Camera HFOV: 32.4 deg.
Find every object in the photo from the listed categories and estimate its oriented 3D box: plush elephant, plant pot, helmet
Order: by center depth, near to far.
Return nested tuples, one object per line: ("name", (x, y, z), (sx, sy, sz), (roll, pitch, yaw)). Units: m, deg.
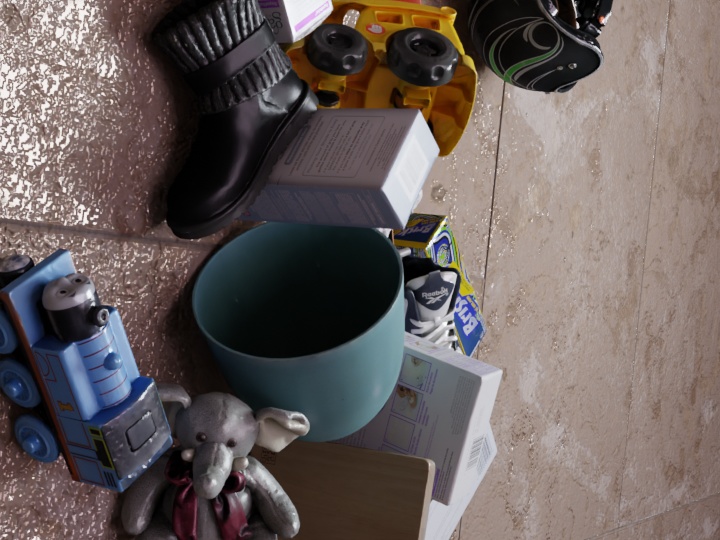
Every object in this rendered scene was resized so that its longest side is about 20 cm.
("plush elephant", (-0.131, 0.180, 1.107), (0.155, 0.165, 0.200), (97, -3, -46))
("plant pot", (-0.048, 0.069, 1.205), (0.201, 0.200, 0.161), (-56, 148, -38))
("helmet", (0.235, -0.325, 1.596), (0.200, 0.191, 0.200), (6, 76, -25))

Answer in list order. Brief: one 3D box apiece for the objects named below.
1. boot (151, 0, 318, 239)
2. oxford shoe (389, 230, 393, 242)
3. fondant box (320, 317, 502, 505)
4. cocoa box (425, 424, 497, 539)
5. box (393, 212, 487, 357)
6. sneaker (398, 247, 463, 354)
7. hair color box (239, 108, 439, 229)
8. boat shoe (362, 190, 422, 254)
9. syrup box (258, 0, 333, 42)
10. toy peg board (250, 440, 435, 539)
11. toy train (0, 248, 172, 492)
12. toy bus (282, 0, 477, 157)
("boot", (-0.139, -0.150, 1.119), (0.211, 0.079, 0.158), (-58, 136, -25))
("oxford shoe", (0.000, 0.000, 1.380), (0.071, 0.071, 0.200), (6, 91, -60))
("fondant box", (0.035, 0.140, 1.307), (0.058, 0.200, 0.144), (-11, 118, -61))
("cocoa box", (0.052, 0.224, 1.439), (0.200, 0.131, 0.133), (-53, 138, -40))
("box", (0.092, 0.023, 1.532), (0.064, 0.070, 0.200), (-56, 138, -34))
("sneaker", (0.080, 0.060, 1.380), (0.079, 0.199, 0.130), (-14, 152, -22))
("hair color box", (-0.037, -0.099, 1.177), (0.061, 0.200, 0.099), (58, 47, -44))
("boat shoe", (0.031, -0.085, 1.301), (0.200, 0.069, 0.071), (-86, 177, -56))
("syrup box", (-0.098, -0.318, 1.159), (0.081, 0.079, 0.200), (-47, 133, -45))
("toy peg board", (-0.018, 0.280, 1.278), (0.098, 0.200, 0.199), (22, 75, -64))
("toy train", (-0.227, 0.078, 0.979), (0.087, 0.114, 0.200), (-45, 132, -47))
("toy bus", (0.008, -0.225, 1.288), (0.136, 0.200, 0.192), (107, -16, -48))
